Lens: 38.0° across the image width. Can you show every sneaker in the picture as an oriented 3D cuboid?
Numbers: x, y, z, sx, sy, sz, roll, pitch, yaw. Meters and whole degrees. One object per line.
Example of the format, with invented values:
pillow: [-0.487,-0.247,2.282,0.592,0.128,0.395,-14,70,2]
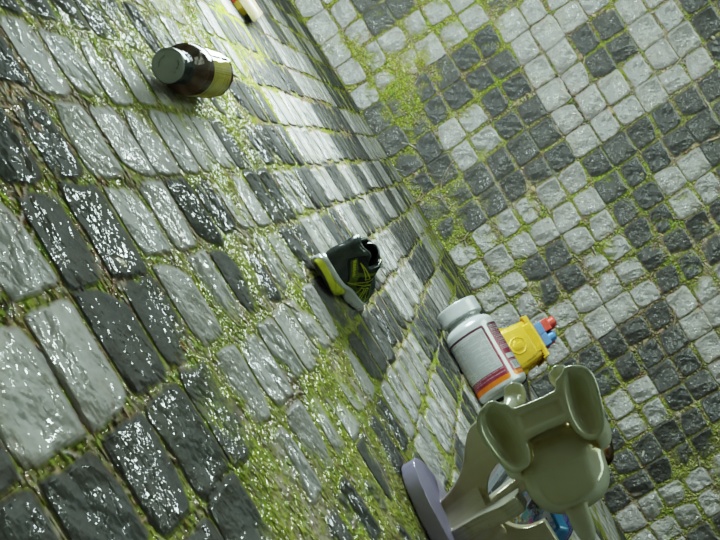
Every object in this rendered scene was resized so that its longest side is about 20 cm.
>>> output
sneaker: [0.000,0.000,1.473,0.075,0.084,0.200,60,10,11]

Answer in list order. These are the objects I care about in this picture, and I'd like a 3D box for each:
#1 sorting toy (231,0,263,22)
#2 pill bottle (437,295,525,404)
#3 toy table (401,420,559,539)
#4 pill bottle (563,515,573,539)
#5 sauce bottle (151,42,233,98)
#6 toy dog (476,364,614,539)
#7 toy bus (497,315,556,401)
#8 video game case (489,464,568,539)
sorting toy: [-0.269,-0.599,2.171,0.186,0.036,0.200,56,5,-15]
pill bottle: [0.243,0.160,2.131,0.202,0.109,0.109,61,10,16]
toy table: [0.146,0.287,1.220,0.202,0.116,0.184,56,9,-4]
pill bottle: [0.250,0.353,1.528,0.121,0.119,0.200,63,11,29]
sauce bottle: [-0.204,-0.243,1.266,0.065,0.064,0.200,57,9,-1]
toy dog: [0.237,0.203,1.202,0.196,0.138,0.200,58,8,14]
toy bus: [0.345,0.176,2.283,0.137,0.190,0.200,57,-9,16]
video game case: [0.189,0.303,1.344,0.018,0.144,0.201,16,30,-25]
